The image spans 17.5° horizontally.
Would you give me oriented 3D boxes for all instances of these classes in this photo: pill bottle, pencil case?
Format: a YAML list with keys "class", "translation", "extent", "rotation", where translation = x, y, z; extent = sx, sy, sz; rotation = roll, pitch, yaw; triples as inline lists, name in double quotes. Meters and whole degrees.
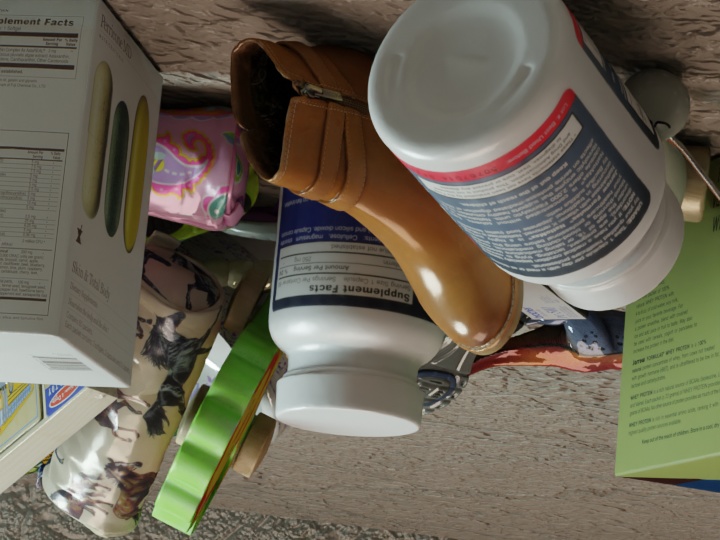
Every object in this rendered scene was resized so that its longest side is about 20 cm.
- class: "pill bottle"
  translation: [0.000, 0.000, 1.500]
  extent: [0.115, 0.202, 0.116]
  rotation: [5, 168, 1]
- class: "pencil case"
  translation: [-0.155, 0.077, 1.581]
  extent: [0.077, 0.201, 0.090]
  rotation: [6, -150, -33]
- class: "pill bottle"
  translation: [0.099, -0.062, 1.279]
  extent: [0.119, 0.120, 0.200]
  rotation: [-3, 150, 32]
- class: "pencil case"
  translation: [-0.172, -0.071, 1.524]
  extent: [0.198, 0.088, 0.087]
  rotation: [4, 167, 2]

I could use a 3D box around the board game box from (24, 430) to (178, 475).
- class: "board game box"
  translation: [-0.224, 0.110, 1.668]
  extent: [0.198, 0.024, 0.105]
  rotation: [-14, 147, -11]

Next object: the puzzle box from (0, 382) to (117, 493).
- class: "puzzle box"
  translation: [-0.231, 0.073, 1.526]
  extent: [0.025, 0.134, 0.200]
  rotation: [22, 134, -37]

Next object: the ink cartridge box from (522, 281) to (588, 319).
- class: "ink cartridge box"
  translation: [0.106, -0.034, 1.549]
  extent: [0.044, 0.095, 0.200]
  rotation: [0, 166, 23]

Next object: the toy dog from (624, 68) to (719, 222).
- class: "toy dog"
  translation: [0.169, -0.051, 1.444]
  extent: [0.131, 0.097, 0.200]
  rotation: [-2, 166, 25]

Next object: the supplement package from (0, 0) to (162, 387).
- class: "supplement package"
  translation: [-0.215, -0.045, 1.388]
  extent: [0.149, 0.202, 0.152]
  rotation: [2, 166, 11]

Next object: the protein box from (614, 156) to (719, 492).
- class: "protein box"
  translation: [0.277, 0.037, 1.549]
  extent: [0.134, 0.202, 0.198]
  rotation: [10, 166, -20]

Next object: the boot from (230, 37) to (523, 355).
- class: "boot"
  translation: [0.008, -0.047, 1.337]
  extent: [0.076, 0.201, 0.155]
  rotation: [-31, 155, 30]

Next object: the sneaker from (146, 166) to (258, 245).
- class: "sneaker"
  translation: [-0.168, -0.036, 1.611]
  extent: [0.198, 0.075, 0.084]
  rotation: [-13, -179, -13]

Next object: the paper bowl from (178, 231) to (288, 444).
- class: "paper bowl"
  translation: [-0.112, 0.033, 1.788]
  extent: [0.200, 0.104, 0.201]
  rotation: [32, 150, 21]

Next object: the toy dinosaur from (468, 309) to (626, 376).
- class: "toy dinosaur"
  translation: [0.200, 0.055, 1.800]
  extent: [0.181, 0.201, 0.105]
  rotation: [36, -176, 3]

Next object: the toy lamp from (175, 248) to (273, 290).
- class: "toy lamp"
  translation: [-0.080, 0.004, 1.660]
  extent: [0.198, 0.059, 0.058]
  rotation: [3, 167, -5]

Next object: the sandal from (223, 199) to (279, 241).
- class: "sandal"
  translation: [-0.002, -0.045, 1.655]
  extent: [0.201, 0.050, 0.082]
  rotation: [1, -176, -1]

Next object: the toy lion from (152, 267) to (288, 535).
- class: "toy lion"
  translation: [-0.095, 0.108, 1.582]
  extent: [0.068, 0.192, 0.201]
  rotation: [26, 132, 1]

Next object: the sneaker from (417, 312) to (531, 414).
- class: "sneaker"
  translation: [0.056, 0.038, 1.746]
  extent: [0.074, 0.087, 0.200]
  rotation: [23, 125, -40]
